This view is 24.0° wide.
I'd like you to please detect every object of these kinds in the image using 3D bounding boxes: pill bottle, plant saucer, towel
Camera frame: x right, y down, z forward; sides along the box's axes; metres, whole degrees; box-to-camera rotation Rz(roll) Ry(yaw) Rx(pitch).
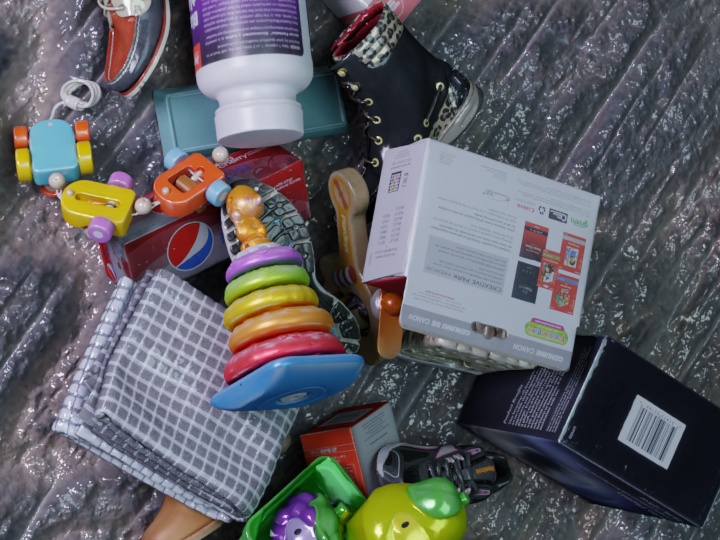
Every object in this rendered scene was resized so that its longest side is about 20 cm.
[{"bbox_3d":[-0.103,-0.221,1.590,0.111,0.111,0.201,-2,81,-27],"label":"pill bottle"},{"bbox_3d":[-0.103,-0.155,1.654,0.199,0.019,0.070,-12,94,-28],"label":"plant saucer"},{"bbox_3d":[-0.151,0.111,1.511,0.200,0.085,0.166,35,64,-24],"label":"towel"}]

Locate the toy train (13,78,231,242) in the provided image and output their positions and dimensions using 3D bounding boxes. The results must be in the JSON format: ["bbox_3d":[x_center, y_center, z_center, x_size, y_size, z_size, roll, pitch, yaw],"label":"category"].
[{"bbox_3d":[-0.220,-0.087,1.536,0.200,0.056,0.150,34,56,22],"label":"toy train"}]

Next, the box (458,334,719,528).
[{"bbox_3d":[0.242,0.159,1.720,0.200,0.198,0.124,32,77,-22],"label":"box"}]

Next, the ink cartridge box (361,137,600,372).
[{"bbox_3d":[0.110,-0.008,1.576,0.199,0.084,0.176,17,77,-27],"label":"ink cartridge box"}]

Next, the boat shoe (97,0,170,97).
[{"bbox_3d":[-0.212,-0.260,1.568,0.062,0.071,0.201,21,73,-40],"label":"boat shoe"}]

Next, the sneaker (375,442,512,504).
[{"bbox_3d":[0.085,0.198,1.654,0.200,0.086,0.081,-7,85,-63],"label":"sneaker"}]

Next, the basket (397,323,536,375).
[{"bbox_3d":[0.112,-0.002,1.700,0.135,0.123,0.201,14,82,-27],"label":"basket"}]

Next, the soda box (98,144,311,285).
[{"bbox_3d":[-0.147,-0.050,1.592,0.200,0.063,0.070,-27,129,-26],"label":"soda box"}]

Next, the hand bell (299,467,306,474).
[{"bbox_3d":[-0.056,0.292,1.644,0.104,0.104,0.201,10,72,-26],"label":"hand bell"}]

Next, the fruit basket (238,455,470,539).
[{"bbox_3d":[0.004,0.266,1.525,0.155,0.215,0.216,-38,106,-44],"label":"fruit basket"}]

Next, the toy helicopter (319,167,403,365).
[{"bbox_3d":[0.000,0.000,1.614,0.079,0.132,0.201,-19,119,-26],"label":"toy helicopter"}]

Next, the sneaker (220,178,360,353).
[{"bbox_3d":[-0.080,0.006,1.581,0.078,0.090,0.201,-33,111,-17],"label":"sneaker"}]

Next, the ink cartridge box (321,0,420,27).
[{"bbox_3d":[-0.016,-0.338,1.673,0.200,0.067,0.117,45,71,-19],"label":"ink cartridge box"}]

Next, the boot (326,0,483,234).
[{"bbox_3d":[0.008,-0.146,1.655,0.204,0.073,0.154,-50,120,-3],"label":"boot"}]

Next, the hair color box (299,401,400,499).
[{"bbox_3d":[0.009,0.239,1.652,0.101,0.061,0.201,-25,101,-64],"label":"hair color box"}]

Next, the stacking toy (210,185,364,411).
[{"bbox_3d":[-0.082,0.018,1.482,0.109,0.116,0.201,0,68,-42],"label":"stacking toy"}]

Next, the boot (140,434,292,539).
[{"bbox_3d":[-0.172,0.160,1.584,0.200,0.074,0.155,-47,110,-32],"label":"boot"}]
